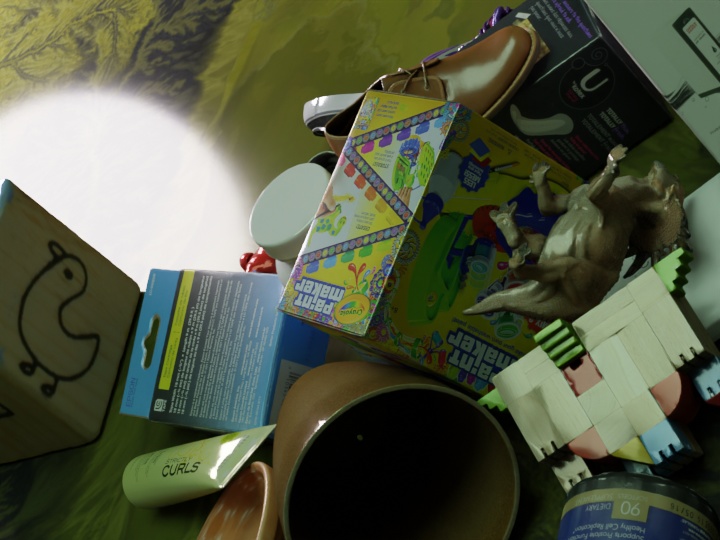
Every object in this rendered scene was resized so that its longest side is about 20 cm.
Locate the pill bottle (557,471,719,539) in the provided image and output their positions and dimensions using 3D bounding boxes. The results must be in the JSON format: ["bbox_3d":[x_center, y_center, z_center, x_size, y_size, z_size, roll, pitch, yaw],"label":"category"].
[{"bbox_3d":[0.177,0.248,1.363,0.112,0.112,0.200,-13,49,38],"label":"pill bottle"}]

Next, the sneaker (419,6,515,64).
[{"bbox_3d":[0.127,-0.206,1.839,0.200,0.083,0.081,-15,48,38],"label":"sneaker"}]

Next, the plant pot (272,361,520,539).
[{"bbox_3d":[0.006,0.147,1.591,0.186,0.186,0.200,-47,22,1],"label":"plant pot"}]

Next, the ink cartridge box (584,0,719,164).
[{"bbox_3d":[0.256,-0.178,1.556,0.084,0.200,0.146,-39,12,14],"label":"ink cartridge box"}]

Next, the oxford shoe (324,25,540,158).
[{"bbox_3d":[0.058,-0.146,1.664,0.200,0.071,0.071,-33,41,17],"label":"oxford shoe"}]

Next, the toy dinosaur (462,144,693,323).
[{"bbox_3d":[0.176,-0.013,1.524,0.200,0.136,0.086,-48,31,-5],"label":"toy dinosaur"}]

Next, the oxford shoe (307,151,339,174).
[{"bbox_3d":[0.007,-0.061,1.851,0.075,0.058,0.200,-51,39,-8],"label":"oxford shoe"}]

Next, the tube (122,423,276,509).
[{"bbox_3d":[-0.143,0.172,1.751,0.200,0.052,0.058,-20,66,56],"label":"tube"}]

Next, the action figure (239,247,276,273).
[{"bbox_3d":[-0.046,0.005,1.851,0.200,0.052,0.066,14,64,46],"label":"action figure"}]

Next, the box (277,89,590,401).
[{"bbox_3d":[0.073,-0.011,1.591,0.122,0.200,0.193,15,81,53],"label":"box"}]

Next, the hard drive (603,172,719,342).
[{"bbox_3d":[0.269,-0.005,1.567,0.200,0.026,0.132,-37,38,14],"label":"hard drive"}]

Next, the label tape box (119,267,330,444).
[{"bbox_3d":[-0.120,0.076,1.817,0.200,0.063,0.145,4,79,46],"label":"label tape box"}]

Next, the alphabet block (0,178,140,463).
[{"bbox_3d":[-0.369,0.058,2.000,0.196,0.200,0.196,-14,49,37],"label":"alphabet block"}]

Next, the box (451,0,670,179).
[{"bbox_3d":[0.143,-0.138,1.729,0.200,0.122,0.106,-35,40,17],"label":"box"}]

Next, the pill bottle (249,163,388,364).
[{"bbox_3d":[0.000,0.000,1.684,0.109,0.200,0.109,-27,42,26],"label":"pill bottle"}]

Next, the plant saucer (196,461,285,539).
[{"bbox_3d":[-0.106,0.255,1.645,0.200,0.037,0.200,-58,17,29],"label":"plant saucer"}]

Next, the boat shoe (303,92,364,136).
[{"bbox_3d":[0.010,-0.131,1.908,0.200,0.070,0.067,1,86,52],"label":"boat shoe"}]

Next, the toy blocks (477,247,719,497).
[{"bbox_3d":[0.197,0.098,1.487,0.200,0.100,0.137,-36,66,15],"label":"toy blocks"}]
